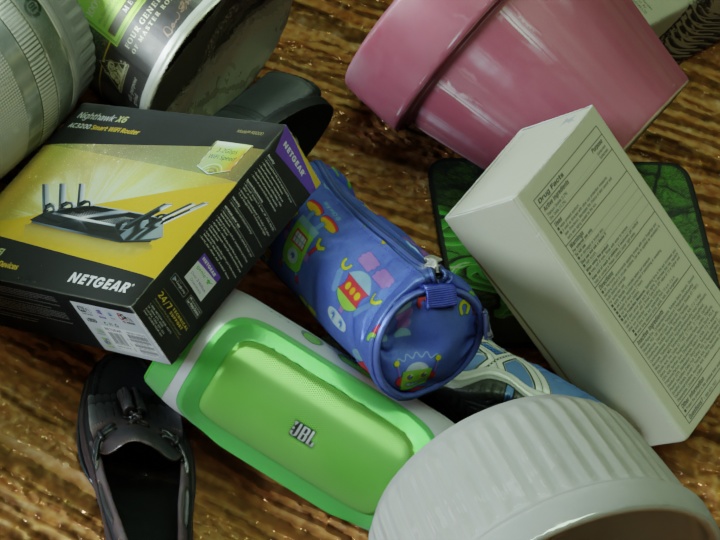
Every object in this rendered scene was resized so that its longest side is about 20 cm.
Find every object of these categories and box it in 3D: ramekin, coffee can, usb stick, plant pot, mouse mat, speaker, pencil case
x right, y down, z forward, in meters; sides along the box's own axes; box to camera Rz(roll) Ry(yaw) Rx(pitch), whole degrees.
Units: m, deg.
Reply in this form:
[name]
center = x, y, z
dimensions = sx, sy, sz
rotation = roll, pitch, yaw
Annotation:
[ramekin]
center = 0.098, 0.162, 1.221
dimensions = 0.200, 0.201, 0.105
rotation = -13, 49, -21
[coffee can]
center = -0.167, -0.202, 1.448
dimensions = 0.200, 0.147, 0.146
rotation = 39, 56, 15
[usb stick]
center = -0.105, -0.075, 1.438
dimensions = 0.055, 0.033, 0.200
rotation = 26, 51, 32
[plant pot]
center = 0.117, -0.142, 1.451
dimensions = 0.179, 0.200, 0.200
rotation = 43, 56, 3
[mouse mat]
center = 0.152, -0.014, 1.474
dimensions = 0.199, 0.008, 0.161
rotation = -1, 55, -12
[speaker]
center = -0.030, 0.088, 1.294
dimensions = 0.200, 0.088, 0.089
rotation = 32, 54, -2
[pencil case]
center = 0.000, 0.000, 1.312
dimensions = 0.078, 0.087, 0.200
rotation = 5, 24, -33

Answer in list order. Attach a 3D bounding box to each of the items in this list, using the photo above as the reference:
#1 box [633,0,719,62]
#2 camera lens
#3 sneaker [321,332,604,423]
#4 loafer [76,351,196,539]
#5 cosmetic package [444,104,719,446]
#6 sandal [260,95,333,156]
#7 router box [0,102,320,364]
[box]
center = 0.241, -0.209, 1.589
dimensions = 0.200, 0.082, 0.068
rotation = -29, 65, -27
[camera lens]
center = -0.287, -0.115, 1.349
dimensions = 0.160, 0.160, 0.200
rotation = 35, 55, 13
[sneaker]
center = 0.071, 0.063, 1.355
dimensions = 0.199, 0.076, 0.077
rotation = 19, 53, 2
[loafer]
center = -0.129, 0.128, 1.272
dimensions = 0.072, 0.063, 0.201
rotation = -1, 55, -15
[cosmetic package]
center = 0.156, 0.007, 1.358
dimensions = 0.200, 0.073, 0.104
rotation = 54, 54, -15
[sandal]
center = -0.082, -0.040, 1.399
dimensions = 0.045, 0.075, 0.200
rotation = 36, 63, 20
[router box]
center = -0.146, -0.028, 1.307
dimensions = 0.200, 0.052, 0.157
rotation = 9, 51, 43
